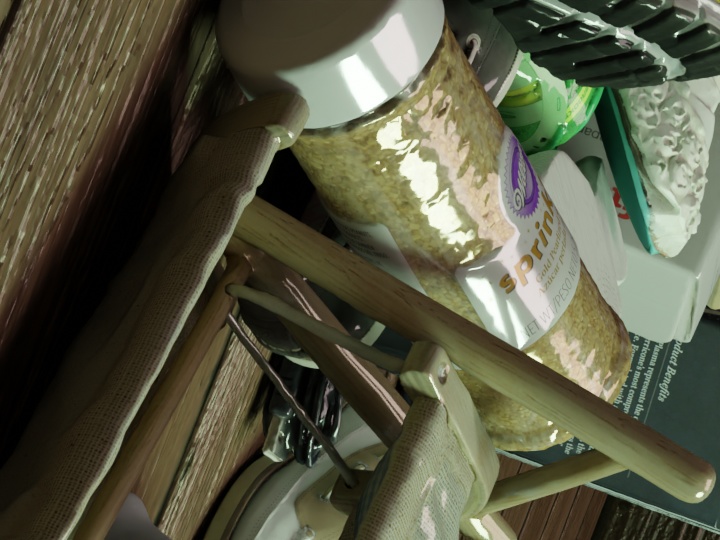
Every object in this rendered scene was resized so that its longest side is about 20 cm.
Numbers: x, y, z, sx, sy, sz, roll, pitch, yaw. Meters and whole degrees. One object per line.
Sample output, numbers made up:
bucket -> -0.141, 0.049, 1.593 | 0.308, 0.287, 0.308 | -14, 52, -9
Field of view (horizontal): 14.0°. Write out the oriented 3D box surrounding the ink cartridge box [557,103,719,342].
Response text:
ink cartridge box -> 0.120, -0.089, 1.328 | 0.084, 0.146, 0.200 | 89, 24, -68

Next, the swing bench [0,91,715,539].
swing bench -> -0.027, 0.091, 0.893 | 0.130, 0.200, 0.199 | -26, -150, 52

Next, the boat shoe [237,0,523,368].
boat shoe -> 0.008, -0.063, 1.025 | 0.057, 0.067, 0.200 | 47, 60, -57

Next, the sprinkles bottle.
sprinkles bottle -> 0.024, -0.024, 0.952 | 0.200, 0.068, 0.068 | 57, 49, -42

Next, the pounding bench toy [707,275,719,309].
pounding bench toy -> 0.149, -0.089, 1.450 | 0.124, 0.156, 0.200 | 99, 16, -52

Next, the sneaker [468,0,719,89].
sneaker -> 0.072, -0.126, 1.001 | 0.200, 0.078, 0.090 | 27, 64, -40

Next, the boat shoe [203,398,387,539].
boat shoe -> -0.020, 0.116, 1.226 | 0.200, 0.068, 0.075 | -55, 162, -53

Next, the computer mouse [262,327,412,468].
computer mouse -> 0.000, 0.000, 1.118 | 0.200, 0.053, 0.139 | 151, -40, -75

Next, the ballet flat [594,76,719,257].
ballet flat -> 0.117, -0.101, 1.235 | 0.072, 0.072, 0.200 | 95, -21, -57

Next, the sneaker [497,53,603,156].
sneaker -> 0.060, -0.095, 1.166 | 0.200, 0.083, 0.074 | 87, 24, -74

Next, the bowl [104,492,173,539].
bowl -> -0.080, 0.183, 0.995 | 0.201, 0.090, 0.201 | 21, 90, -80

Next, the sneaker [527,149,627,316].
sneaker -> 0.055, -0.003, 1.162 | 0.200, 0.088, 0.075 | -14, 91, -80

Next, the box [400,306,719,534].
box -> 0.150, 0.019, 1.553 | 0.200, 0.196, 0.124 | -53, 161, -58
